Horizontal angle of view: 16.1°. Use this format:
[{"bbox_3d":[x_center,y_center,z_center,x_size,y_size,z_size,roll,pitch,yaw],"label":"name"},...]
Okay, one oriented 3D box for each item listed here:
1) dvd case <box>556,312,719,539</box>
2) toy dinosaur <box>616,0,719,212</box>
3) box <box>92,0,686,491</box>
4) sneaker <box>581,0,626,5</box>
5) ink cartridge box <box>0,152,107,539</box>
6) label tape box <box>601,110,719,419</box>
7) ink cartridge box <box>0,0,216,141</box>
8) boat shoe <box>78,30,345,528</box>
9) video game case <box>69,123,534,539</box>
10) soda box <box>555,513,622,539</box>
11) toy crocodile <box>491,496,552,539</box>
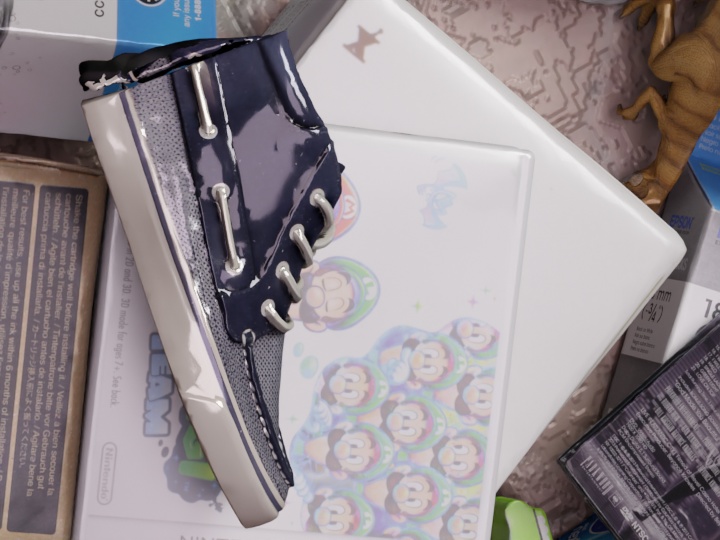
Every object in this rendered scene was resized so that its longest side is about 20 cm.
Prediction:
[{"bbox_3d":[0.213,0.086,1.260,0.200,0.016,0.149,-40,101,-12],"label":"dvd case"},{"bbox_3d":[0.172,-0.111,1.253,0.060,0.106,0.200,5,133,-12],"label":"toy dinosaur"},{"bbox_3d":[0.000,0.000,1.189,0.199,0.171,0.200,40,82,-12],"label":"box"},{"bbox_3d":[0.069,-0.189,1.242,0.199,0.092,0.076,15,89,-13],"label":"sneaker"},{"bbox_3d":[-0.168,0.030,1.134,0.075,0.200,0.165,6,91,-14],"label":"ink cartridge box"},{"bbox_3d":[0.220,0.018,1.302,0.144,0.063,0.201,17,88,-15],"label":"label tape box"},{"bbox_3d":[-0.171,-0.144,1.158,0.199,0.086,0.147,5,59,-16],"label":"ink cartridge box"},{"bbox_3d":[-0.041,-0.002,1.027,0.092,0.075,0.201,-19,97,-2],"label":"boat shoe"},{"bbox_3d":[-0.025,0.037,1.085,0.181,0.024,0.201,6,92,-12],"label":"video game case"},{"bbox_3d":[0.177,0.209,1.295,0.064,0.068,0.200,-32,99,-13],"label":"soda box"},{"bbox_3d":[0.094,0.211,1.275,0.062,0.067,0.201,-15,96,-13],"label":"toy crocodile"}]
